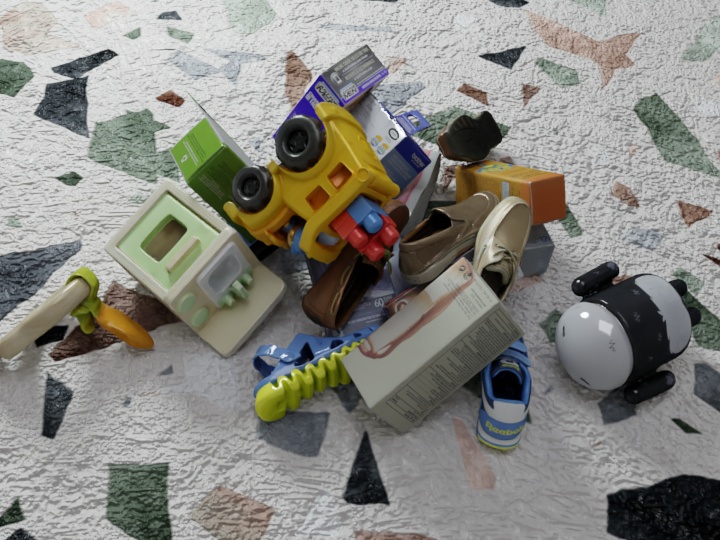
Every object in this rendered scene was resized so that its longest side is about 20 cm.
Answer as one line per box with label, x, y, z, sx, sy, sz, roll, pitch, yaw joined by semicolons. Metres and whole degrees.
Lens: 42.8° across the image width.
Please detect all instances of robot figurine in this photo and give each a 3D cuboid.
robot figurine;0.350;0.079;1.213;0.198;0.126;0.150;-22;42;-23

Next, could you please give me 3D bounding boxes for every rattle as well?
rattle;-0.395;0.102;1.186;0.200;0.144;0.130;-46;31;-20

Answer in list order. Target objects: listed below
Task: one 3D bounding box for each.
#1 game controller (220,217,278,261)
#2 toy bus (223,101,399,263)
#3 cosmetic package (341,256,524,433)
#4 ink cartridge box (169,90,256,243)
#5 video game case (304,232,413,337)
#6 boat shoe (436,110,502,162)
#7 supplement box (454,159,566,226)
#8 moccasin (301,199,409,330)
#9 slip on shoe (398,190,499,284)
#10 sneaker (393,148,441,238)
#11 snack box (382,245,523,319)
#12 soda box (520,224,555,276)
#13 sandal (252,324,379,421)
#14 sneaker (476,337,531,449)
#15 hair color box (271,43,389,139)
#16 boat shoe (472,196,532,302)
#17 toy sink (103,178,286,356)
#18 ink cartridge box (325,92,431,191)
game controller;-0.154;-0.063;1.350;0.104;0.042;0.200;33;53;23
toy bus;-0.047;-0.078;1.174;0.200;0.135;0.193;-42;69;15
cosmetic package;0.089;0.093;1.126;0.199;0.103;0.088;-40;52;5
ink cartridge box;-0.203;-0.151;1.318;0.076;0.148;0.200;-42;41;3
video game case;0.000;0.000;1.268;0.141;0.019;0.203;-12;75;-16
boat shoe;0.162;-0.200;1.454;0.199;0.073;0.077;-25;91;-60
supplement box;0.216;-0.117;1.352;0.066;0.070;0.199;-14;16;-24
moccasin;0.006;-0.009;1.211;0.077;0.074;0.202;22;62;37
slip on shoe;0.121;-0.061;1.261;0.199;0.061;0.076;-39;34;-28
sneaker;0.053;-0.121;1.402;0.103;0.076;0.201;14;45;10
snack box;0.128;0.027;1.253;0.199;0.024;0.073;-32;99;-16
soda box;0.174;-0.026;1.330;0.197;0.064;0.069;-10;50;-13
sandal;-0.058;0.110;1.175;0.198;0.080;0.087;-21;54;-24
sneaker;0.186;0.126;1.180;0.073;0.083;0.202;3;46;0
hair color box;-0.049;-0.256;1.428;0.065;0.200;0.109;50;57;0
boat shoe;0.182;-0.005;1.222;0.072;0.065;0.202;31;82;-18
toy sink;-0.217;-0.005;1.215;0.199;0.112;0.131;37;79;25
ink cartridge box;0.011;-0.166;1.355;0.200;0.076;0.137;-43;45;10
